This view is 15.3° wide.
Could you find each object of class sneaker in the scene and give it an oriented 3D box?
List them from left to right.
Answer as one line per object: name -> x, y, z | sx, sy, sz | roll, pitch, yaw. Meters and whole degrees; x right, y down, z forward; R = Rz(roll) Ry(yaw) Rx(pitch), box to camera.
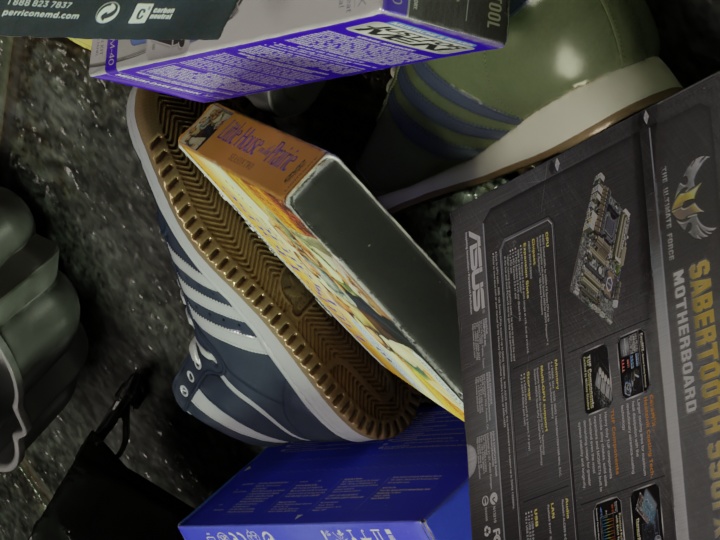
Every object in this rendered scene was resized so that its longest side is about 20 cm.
sneaker -> -0.064, 0.001, 1.243 | 0.108, 0.070, 0.200 | -16, 112, 54
sneaker -> 0.048, -0.082, 1.036 | 0.200, 0.067, 0.090 | -20, 91, 61

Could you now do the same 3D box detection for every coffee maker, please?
coffee maker -> -0.076, 0.177, 1.365 | 0.200, 0.193, 0.135 | 28, 169, -1

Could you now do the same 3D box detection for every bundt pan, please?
bundt pan -> -0.223, 0.009, 1.443 | 0.202, 0.076, 0.202 | 32, 144, 27

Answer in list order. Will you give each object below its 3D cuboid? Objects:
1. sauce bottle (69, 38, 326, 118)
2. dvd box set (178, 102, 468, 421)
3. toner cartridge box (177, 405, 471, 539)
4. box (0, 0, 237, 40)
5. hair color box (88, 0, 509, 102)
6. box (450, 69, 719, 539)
sauce bottle -> -0.099, -0.121, 1.171 | 0.200, 0.065, 0.065 | 30, 142, 33
dvd box set -> 0.000, 0.000, 1.100 | 0.146, 0.029, 0.200 | 48, 175, -18
toner cartridge box -> 0.008, 0.105, 1.233 | 0.200, 0.095, 0.043 | -8, 116, 55
box -> -0.100, -0.216, 0.918 | 0.200, 0.124, 0.197 | 53, 128, 32
hair color box -> -0.024, -0.131, 1.020 | 0.200, 0.065, 0.110 | -5, 77, 52
box -> 0.101, 0.051, 0.935 | 0.158, 0.048, 0.201 | -28, 60, 50
